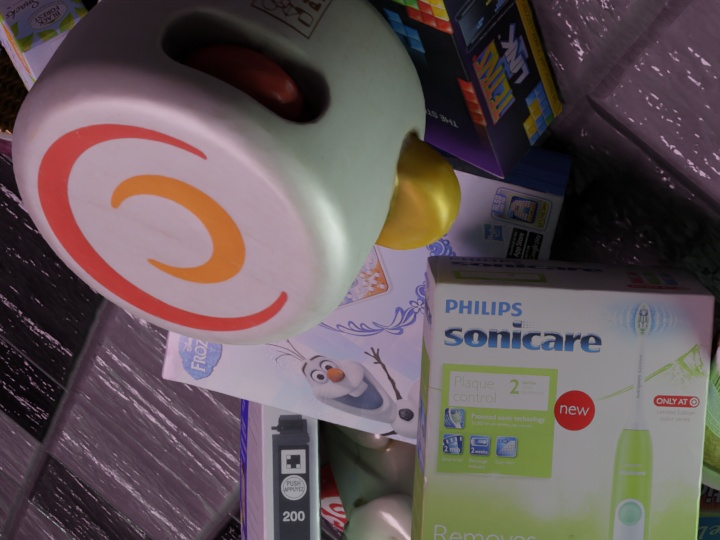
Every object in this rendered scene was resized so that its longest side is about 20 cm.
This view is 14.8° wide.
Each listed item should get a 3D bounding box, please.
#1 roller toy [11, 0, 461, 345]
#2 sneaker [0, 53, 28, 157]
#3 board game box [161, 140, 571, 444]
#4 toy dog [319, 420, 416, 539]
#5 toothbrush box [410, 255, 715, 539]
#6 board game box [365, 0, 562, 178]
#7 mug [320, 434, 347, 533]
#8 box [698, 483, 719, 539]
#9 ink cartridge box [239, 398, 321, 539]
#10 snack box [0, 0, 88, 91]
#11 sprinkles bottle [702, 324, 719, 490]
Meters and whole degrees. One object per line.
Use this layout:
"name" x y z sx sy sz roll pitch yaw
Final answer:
"roller toy" -0.065 -0.069 1.372 0.199 0.140 0.183 -2 133 34
"sneaker" -0.204 -0.084 1.914 0.200 0.075 0.090 24 151 42
"board game box" 0.000 0.000 1.530 0.198 0.043 0.201 14 129 3
"toy dog" 0.025 0.136 1.720 0.193 0.139 0.201 14 113 42
"toothbrush box" 0.102 0.099 1.451 0.145 0.201 0.086 3 -171 -2
"board game box" -0.005 -0.149 1.413 0.200 0.057 0.166 28 157 32
"mug" 0.053 0.152 1.884 0.200 0.134 0.177 45 163 -26
"box" 0.215 0.174 1.556 0.199 0.096 0.100 -3 136 29
"ink cartridge box" -0.051 0.107 1.718 0.198 0.043 0.201 -122 30 -78
"snack box" -0.188 -0.134 1.731 0.142 0.053 0.200 55 172 34
"sprinkles bottle" 0.211 0.056 1.449 0.068 0.068 0.200 36 161 10
